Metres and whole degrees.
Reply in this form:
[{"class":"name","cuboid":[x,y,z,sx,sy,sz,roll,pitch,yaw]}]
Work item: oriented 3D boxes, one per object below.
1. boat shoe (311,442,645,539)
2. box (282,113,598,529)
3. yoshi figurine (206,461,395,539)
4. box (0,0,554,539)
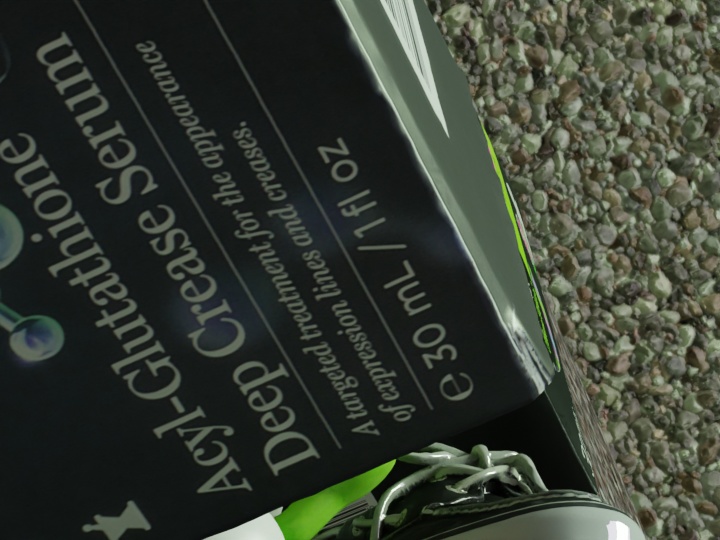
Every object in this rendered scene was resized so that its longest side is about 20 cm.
[{"class":"boat shoe","cuboid":[0.033,0.092,0.964,0.199,0.073,0.069,139,-40,-62]},{"class":"box","cuboid":[0.000,0.000,1.159,0.201,0.124,0.149,-100,165,-52]},{"class":"yoshi figurine","cuboid":[-0.046,0.068,0.932,0.113,0.112,0.200,56,9,-26]},{"class":"box","cuboid":[-0.088,-0.022,0.536,0.107,0.199,0.149,-102,165,-51]}]
